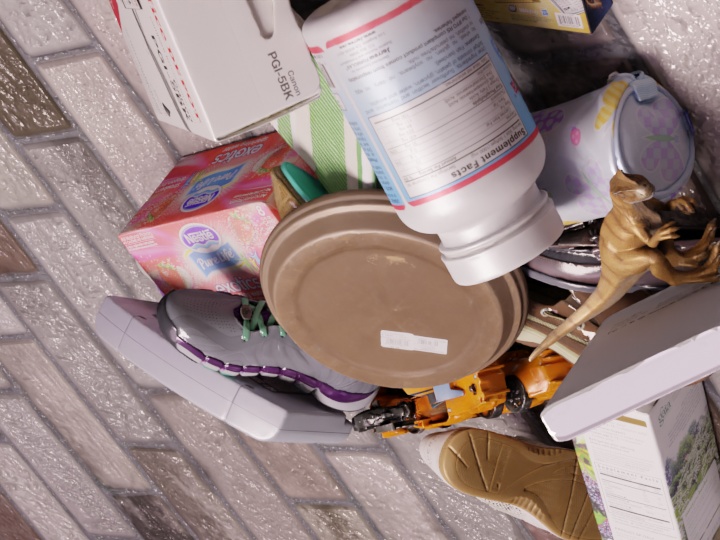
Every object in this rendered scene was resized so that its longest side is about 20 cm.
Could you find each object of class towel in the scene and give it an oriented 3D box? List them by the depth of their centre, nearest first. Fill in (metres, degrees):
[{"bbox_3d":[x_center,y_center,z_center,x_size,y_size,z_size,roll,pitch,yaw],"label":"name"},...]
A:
[{"bbox_3d":[-0.040,-0.133,1.505,0.200,0.023,0.153,50,159,32],"label":"towel"}]

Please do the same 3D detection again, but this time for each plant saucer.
[{"bbox_3d":[0.022,0.021,1.516,0.199,0.030,0.201,7,138,6],"label":"plant saucer"}]

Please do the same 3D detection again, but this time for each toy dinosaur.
[{"bbox_3d":[0.180,-0.011,1.381,0.105,0.061,0.201,8,143,-1],"label":"toy dinosaur"}]

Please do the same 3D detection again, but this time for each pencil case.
[{"bbox_3d":[0.132,-0.075,1.440,0.199,0.083,0.091,-13,107,49],"label":"pencil case"}]

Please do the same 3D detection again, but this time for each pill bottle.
[{"bbox_3d":[0.053,-0.097,1.359,0.108,0.109,0.201,-12,111,50],"label":"pill bottle"}]

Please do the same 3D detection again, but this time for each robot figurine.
[{"bbox_3d":[0.079,0.094,1.680,0.200,0.144,0.059,-18,81,56],"label":"robot figurine"}]

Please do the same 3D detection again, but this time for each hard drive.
[{"bbox_3d":[0.196,0.043,1.343,0.131,0.200,0.026,-28,96,22],"label":"hard drive"}]

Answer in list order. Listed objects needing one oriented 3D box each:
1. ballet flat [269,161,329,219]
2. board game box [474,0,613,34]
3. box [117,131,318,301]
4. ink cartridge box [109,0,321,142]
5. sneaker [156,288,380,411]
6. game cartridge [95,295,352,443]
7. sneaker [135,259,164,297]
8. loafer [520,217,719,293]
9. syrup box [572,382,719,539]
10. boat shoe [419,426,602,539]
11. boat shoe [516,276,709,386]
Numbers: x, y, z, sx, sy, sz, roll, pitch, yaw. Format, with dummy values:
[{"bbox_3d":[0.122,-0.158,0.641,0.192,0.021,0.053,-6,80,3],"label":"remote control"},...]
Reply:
[{"bbox_3d":[0.000,0.000,1.561,0.199,0.068,0.072,32,112,-18],"label":"ballet flat"},{"bbox_3d":[0.057,-0.226,1.362,0.199,0.035,0.136,12,140,33],"label":"board game box"},{"bbox_3d":[-0.086,-0.039,1.671,0.199,0.103,0.095,-10,126,49],"label":"box"},{"bbox_3d":[-0.111,-0.175,1.431,0.148,0.082,0.200,68,168,-13],"label":"ink cartridge box"},{"bbox_3d":[-0.056,0.041,1.615,0.199,0.075,0.088,19,135,-29],"label":"sneaker"},{"bbox_3d":[-0.114,0.081,1.683,0.199,0.042,0.133,31,-166,29],"label":"game cartridge"},{"bbox_3d":[-0.101,0.031,1.804,0.199,0.081,0.089,29,152,21],"label":"sneaker"},{"bbox_3d":[0.200,-0.020,1.474,0.199,0.072,0.063,10,122,24],"label":"loafer"},{"bbox_3d":[0.223,0.141,1.631,0.081,0.079,0.201,12,140,33],"label":"syrup box"},{"bbox_3d":[0.137,0.170,1.735,0.199,0.071,0.069,26,175,-28],"label":"boat shoe"},{"bbox_3d":[0.170,0.028,1.546,0.201,0.075,0.075,14,136,31],"label":"boat shoe"}]
